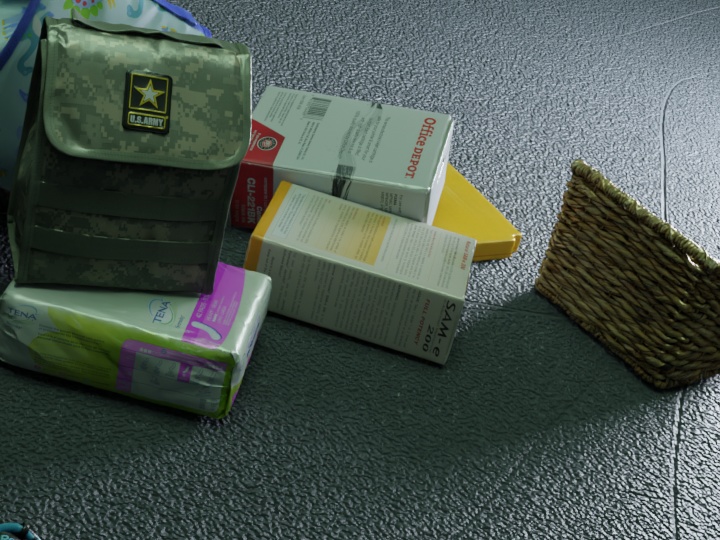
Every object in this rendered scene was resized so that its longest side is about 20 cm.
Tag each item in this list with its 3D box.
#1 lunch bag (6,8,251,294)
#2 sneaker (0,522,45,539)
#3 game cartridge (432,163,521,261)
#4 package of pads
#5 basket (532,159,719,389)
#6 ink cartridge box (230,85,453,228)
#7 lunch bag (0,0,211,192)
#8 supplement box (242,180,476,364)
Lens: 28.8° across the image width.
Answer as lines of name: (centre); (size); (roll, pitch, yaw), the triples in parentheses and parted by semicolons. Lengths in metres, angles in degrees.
lunch bag: (-0.179, -0.093, 1.085); (0.162, 0.202, 0.118); (4, 28, -22)
sneaker: (-0.191, 0.198, 0.832); (0.197, 0.083, 0.073); (9, 27, -15)
game cartridge: (0.053, -0.070, 1.481); (0.174, 0.033, 0.200); (-5, 37, -33)
package of pads: (-0.182, 0.037, 1.134); (0.197, 0.069, 0.155); (15, 27, 0)
basket: (0.292, -0.006, 1.361); (0.141, 0.151, 0.200); (-8, 36, -36)
ink cartridge box: (-0.017, -0.100, 1.390); (0.197, 0.085, 0.145); (10, 38, 9)
lunch bag: (-0.244, -0.164, 1.165); (0.169, 0.200, 0.128); (26, 27, -41)
supplement box: (0.000, 0.000, 1.282); (0.197, 0.074, 0.126); (17, 28, 3)
